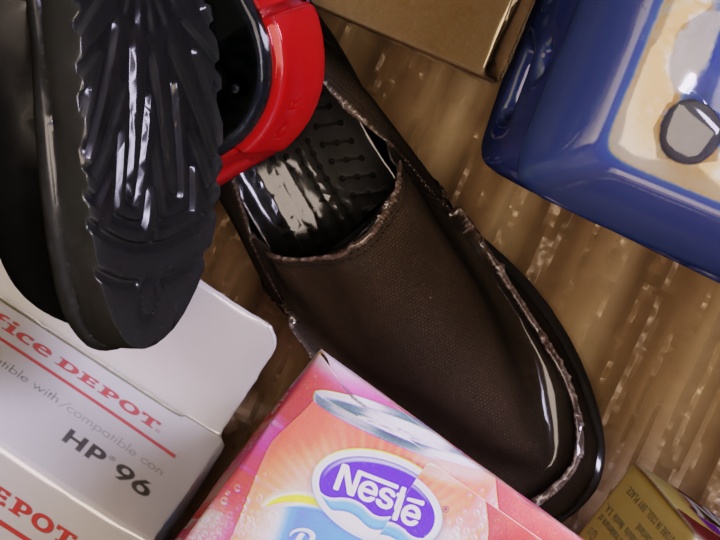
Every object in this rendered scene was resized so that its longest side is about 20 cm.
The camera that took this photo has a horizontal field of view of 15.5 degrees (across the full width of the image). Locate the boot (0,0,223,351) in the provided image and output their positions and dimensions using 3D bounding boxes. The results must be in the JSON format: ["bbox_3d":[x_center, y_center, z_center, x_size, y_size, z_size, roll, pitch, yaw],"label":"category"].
[{"bbox_3d":[-0.127,-0.078,0.741,0.157,0.079,0.212,-6,93,27],"label":"boot"}]

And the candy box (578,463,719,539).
[{"bbox_3d":[0.073,0.173,0.805,0.116,0.056,0.200,32,99,-25],"label":"candy box"}]

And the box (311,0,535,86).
[{"bbox_3d":[-0.015,-0.166,0.787,0.199,0.021,0.164,25,97,22],"label":"box"}]

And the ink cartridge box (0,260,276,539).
[{"bbox_3d":[-0.122,0.074,0.792,0.116,0.068,0.200,33,119,1],"label":"ink cartridge box"}]

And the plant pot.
[{"bbox_3d":[0.152,-0.076,0.735,0.199,0.180,0.201,23,97,2],"label":"plant pot"}]

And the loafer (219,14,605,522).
[{"bbox_3d":[0.000,0.000,0.808,0.073,0.071,0.200,-38,91,7],"label":"loafer"}]

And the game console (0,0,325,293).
[{"bbox_3d":[-0.118,-0.083,0.798,0.200,0.031,0.177,-29,86,30],"label":"game console"}]

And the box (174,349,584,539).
[{"bbox_3d":[-0.009,0.097,0.745,0.095,0.200,0.103,36,80,1],"label":"box"}]
